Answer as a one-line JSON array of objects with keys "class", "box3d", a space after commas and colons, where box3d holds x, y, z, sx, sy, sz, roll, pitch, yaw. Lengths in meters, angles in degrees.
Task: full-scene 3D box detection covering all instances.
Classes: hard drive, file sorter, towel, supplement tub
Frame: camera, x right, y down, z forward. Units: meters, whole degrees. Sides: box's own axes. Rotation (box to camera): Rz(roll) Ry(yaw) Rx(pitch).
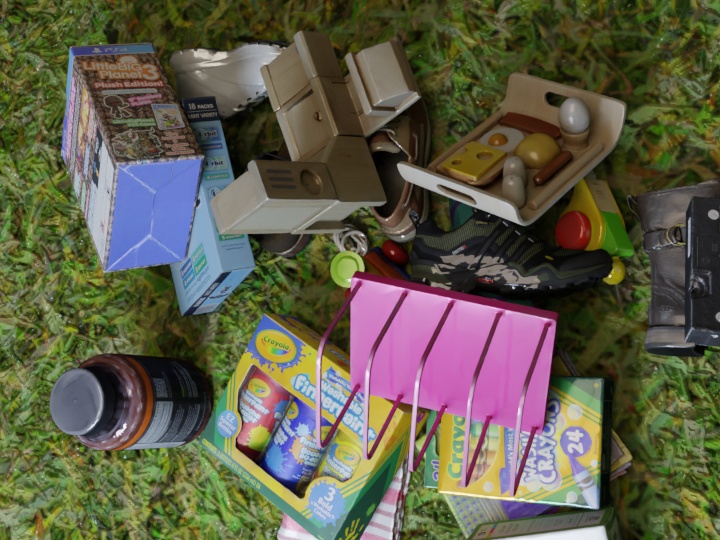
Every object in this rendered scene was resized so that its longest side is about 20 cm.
[{"class": "hard drive", "box3d": [0.398, 0.008, 1.074, 0.198, 0.038, 0.141, 5, 64, 6]}, {"class": "file sorter", "box3d": [0.067, 0.109, 1.088, 0.198, 0.126, 0.140, 12, 126, 16]}, {"class": "towel", "box3d": [0.166, 0.186, 1.219, 0.199, 0.023, 0.144, -34, 73, 17]}, {"class": "towel", "box3d": [-0.016, 0.216, 1.292, 0.145, 0.030, 0.202, 7, 87, 25]}, {"class": "supplement tub", "box3d": [-0.257, 0.146, 1.313, 0.106, 0.200, 0.108, -3, 82, 24]}]

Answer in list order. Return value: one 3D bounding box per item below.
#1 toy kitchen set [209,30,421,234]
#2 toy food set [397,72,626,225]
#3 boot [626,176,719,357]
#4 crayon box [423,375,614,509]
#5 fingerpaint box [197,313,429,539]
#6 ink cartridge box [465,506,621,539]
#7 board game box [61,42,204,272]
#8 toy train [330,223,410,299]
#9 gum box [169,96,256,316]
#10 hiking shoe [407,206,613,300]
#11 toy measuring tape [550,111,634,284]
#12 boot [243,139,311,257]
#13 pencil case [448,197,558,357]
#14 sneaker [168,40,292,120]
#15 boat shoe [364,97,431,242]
[{"class": "toy kitchen set", "box3d": [-0.056, -0.162, 1.189, 0.163, 0.180, 0.202, -32, 71, 39]}, {"class": "toy food set", "box3d": [0.150, -0.128, 1.157, 0.143, 0.200, 0.061, 23, 137, 35]}, {"class": "boot", "box3d": [0.357, -0.007, 1.135, 0.198, 0.069, 0.176, 0, 76, 17]}, {"class": "crayon box", "box3d": [0.151, 0.167, 1.188, 0.198, 0.051, 0.127, 0, 84, 25]}, {"class": "fingerpaint box", "box3d": [-0.053, 0.168, 1.261, 0.199, 0.073, 0.168, 34, 100, 26]}, {"class": "ink cartridge box", "box3d": [0.165, 0.306, 1.173, 0.198, 0.059, 0.105, -13, 94, 22]}, {"class": "board game box", "box3d": [-0.259, -0.128, 1.311, 0.201, 0.096, 0.160, 62, 148, 36]}, {"class": "toy train", "box3d": [0.000, 0.000, 1.262, 0.200, 0.116, 0.085, 43, 101, 22]}, {"class": "gum box", "box3d": [-0.185, -0.069, 1.338, 0.170, 0.044, 0.202, -40, 63, 60]}, {"class": "hiking shoe", "box3d": [0.143, -0.024, 1.133, 0.198, 0.076, 0.102, -2, 80, 2]}, {"class": "toy measuring tape", "box3d": [0.221, -0.067, 1.206, 0.073, 0.073, 0.201, -28, 59, 18]}, {"class": "boot", "box3d": [-0.077, -0.117, 1.319, 0.074, 0.097, 0.202, 13, 90, 24]}, {"class": "pencil case", "box3d": [0.144, -0.006, 1.210, 0.091, 0.085, 0.202, -2, 79, -14]}, {"class": "sneaker", "box3d": [-0.133, -0.223, 1.381, 0.198, 0.074, 0.088, -2, 95, 30]}, {"class": "boat shoe", "box3d": [0.036, -0.135, 1.282, 0.075, 0.072, 0.202, -14, 73, 21]}]
